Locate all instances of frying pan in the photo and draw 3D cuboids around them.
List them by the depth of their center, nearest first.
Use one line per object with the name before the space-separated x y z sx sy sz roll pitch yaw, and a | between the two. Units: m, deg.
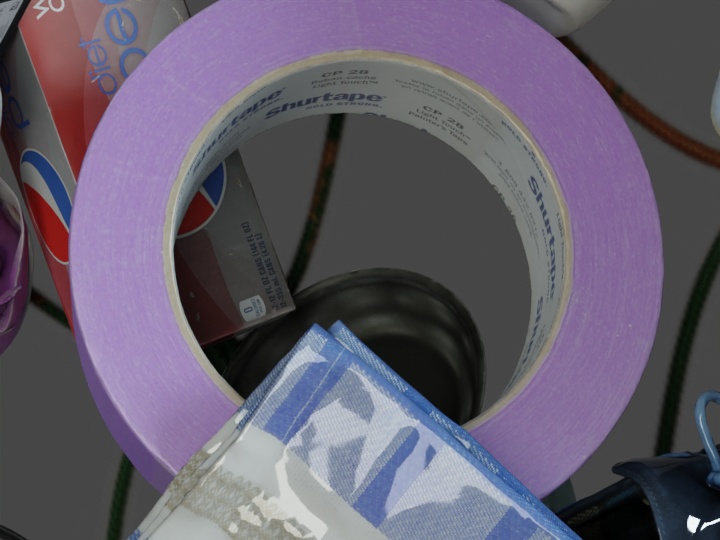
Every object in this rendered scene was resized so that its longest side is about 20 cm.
frying pan | -0.010 0.084 0.836 0.115 0.031 0.190 -5 58 27

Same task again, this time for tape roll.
tape roll | 0.000 0.000 0.791 0.200 0.066 0.200 2 76 -7

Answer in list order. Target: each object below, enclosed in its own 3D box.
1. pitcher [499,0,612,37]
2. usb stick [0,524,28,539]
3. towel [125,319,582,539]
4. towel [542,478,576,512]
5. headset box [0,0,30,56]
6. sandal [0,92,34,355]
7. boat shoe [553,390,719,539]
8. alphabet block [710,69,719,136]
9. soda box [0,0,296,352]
pitcher | 0.092 -0.182 0.819 0.171 0.121 0.200 18 82 -1
usb stick | -0.215 0.095 0.929 0.200 0.033 0.056 26 89 14
towel | -0.023 0.133 0.722 0.147 0.024 0.200 41 98 5
towel | 0.008 0.181 0.863 0.200 0.048 0.171 -17 88 14
headset box | -0.205 -0.148 0.807 0.200 0.075 0.149 46 126 14
sandal | -0.148 -0.003 0.829 0.082 0.203 0.050 -38 67 -19
boat shoe | 0.105 0.095 0.743 0.200 0.069 0.084 -31 40 -4
alphabet block | 0.235 -0.100 0.728 0.196 0.200 0.196 17 94 14
soda box | -0.097 -0.063 0.859 0.070 0.063 0.200 -20 90 -26
